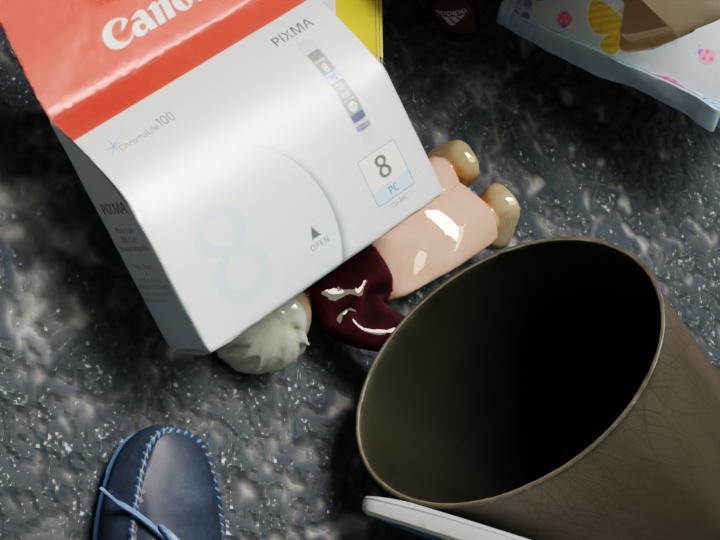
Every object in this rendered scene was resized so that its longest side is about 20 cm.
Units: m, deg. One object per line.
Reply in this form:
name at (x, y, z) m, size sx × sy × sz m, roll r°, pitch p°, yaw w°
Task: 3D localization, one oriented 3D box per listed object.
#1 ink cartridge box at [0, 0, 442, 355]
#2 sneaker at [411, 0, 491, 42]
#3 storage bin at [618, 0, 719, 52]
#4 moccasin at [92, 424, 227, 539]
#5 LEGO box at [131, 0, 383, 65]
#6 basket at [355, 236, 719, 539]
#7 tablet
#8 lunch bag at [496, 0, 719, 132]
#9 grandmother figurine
ink cartridge box at (-0.066, -0.084, 1.063) m, size 0.160 × 0.047 × 0.200 m, roll -35°, pitch 108°, yaw -27°
sneaker at (0.054, -0.172, 1.218) m, size 0.200 × 0.076 × 0.116 m, roll -79°, pitch 165°, yaw -61°
storage bin at (0.122, -0.248, 1.142) m, size 0.200 × 0.094 × 0.199 m, roll 38°, pitch 48°, yaw -35°
moccasin at (-0.079, 0.167, 1.025) m, size 0.080 × 0.068 × 0.200 m, roll 8°, pitch 67°, yaw -34°
LEGO box at (-0.069, -0.176, 1.170) m, size 0.149 × 0.077 × 0.200 m, roll 14°, pitch 63°, yaw -32°
basket at (0.126, 0.090, 1.141) m, size 0.200 × 0.180 × 0.136 m, roll 37°, pitch 36°, yaw -45°
tablet at (0.090, 0.145, 1.071) m, size 0.200 × 0.130 × 0.014 m, roll 34°, pitch 73°, yaw -65°
lunch bag at (0.195, -0.184, 1.304) m, size 0.169 × 0.127 × 0.200 m, roll 26°, pitch 55°, yaw 11°
grandmother figurine at (0.000, 0.000, 1.165) m, size 0.200 × 0.061 × 0.121 m, roll -29°, pitch 62°, yaw -37°
